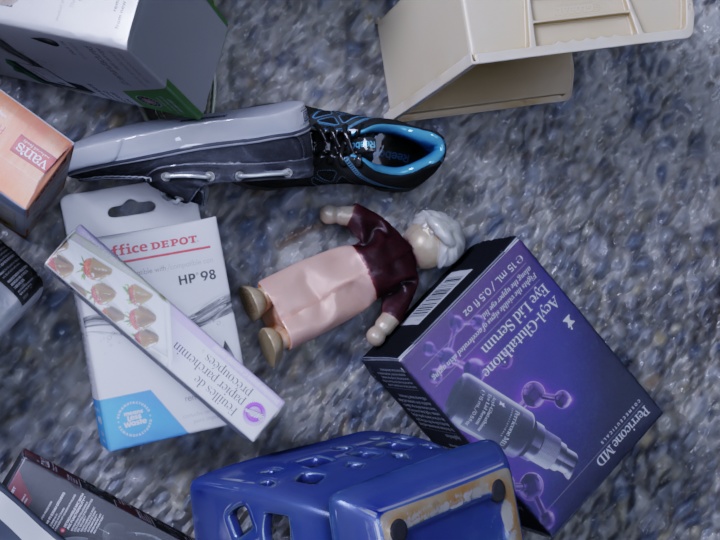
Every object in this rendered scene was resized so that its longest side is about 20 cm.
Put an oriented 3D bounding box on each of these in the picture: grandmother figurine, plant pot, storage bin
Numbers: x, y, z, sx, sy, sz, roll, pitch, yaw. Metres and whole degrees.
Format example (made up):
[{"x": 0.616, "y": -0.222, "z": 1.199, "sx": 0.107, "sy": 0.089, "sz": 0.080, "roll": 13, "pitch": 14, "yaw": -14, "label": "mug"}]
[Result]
[{"x": 0.000, "y": 0.000, "z": 0.929, "sx": 0.199, "sy": 0.060, "sz": 0.122, "roll": -23, "pitch": 100, "yaw": -20, "label": "grandmother figurine"}, {"x": 0.014, "y": 0.228, "z": 0.819, "sx": 0.199, "sy": 0.179, "sz": 0.202, "roll": -8, "pitch": 88, "yaw": -44, "label": "plant pot"}, {"x": 0.134, "y": -0.196, "z": 0.906, "sx": 0.197, "sy": 0.200, "sz": 0.095, "roll": -9, "pitch": 87, "yaw": -17, "label": "storage bin"}]

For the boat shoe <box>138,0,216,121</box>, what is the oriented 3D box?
[{"x": -0.150, "y": -0.199, "z": 0.891, "sx": 0.071, "sy": 0.060, "sz": 0.204, "roll": -5, "pitch": 88, "yaw": -17, "label": "boat shoe"}]

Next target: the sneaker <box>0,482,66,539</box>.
[{"x": -0.272, "y": 0.210, "z": 0.740, "sx": 0.202, "sy": 0.077, "sz": 0.146, "roll": 45, "pitch": 73, "yaw": -10, "label": "sneaker"}]

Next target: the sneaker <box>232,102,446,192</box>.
[{"x": -0.026, "y": -0.105, "z": 0.912, "sx": 0.198, "sy": 0.082, "sz": 0.074, "roll": 0, "pitch": 87, "yaw": -17, "label": "sneaker"}]

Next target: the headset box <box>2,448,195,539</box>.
[{"x": -0.220, "y": 0.238, "z": 0.835, "sx": 0.199, "sy": 0.077, "sz": 0.150, "roll": 30, "pitch": 78, "yaw": -12, "label": "headset box"}]

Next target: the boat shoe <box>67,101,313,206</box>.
[{"x": -0.134, "y": -0.081, "z": 0.856, "sx": 0.198, "sy": 0.072, "sz": 0.068, "roll": -9, "pitch": 107, "yaw": 0, "label": "boat shoe"}]

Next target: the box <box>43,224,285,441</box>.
[{"x": -0.143, "y": 0.047, "z": 0.818, "sx": 0.200, "sy": 0.041, "sz": 0.039, "roll": 42, "pitch": 77, "yaw": -10, "label": "box"}]

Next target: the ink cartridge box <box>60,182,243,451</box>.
[{"x": -0.161, "y": 0.028, "z": 0.870, "sx": 0.115, "sy": 0.067, "sz": 0.202, "roll": -11, "pitch": 90, "yaw": -17, "label": "ink cartridge box"}]

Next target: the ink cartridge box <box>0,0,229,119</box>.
[{"x": -0.214, "y": -0.185, "z": 0.789, "sx": 0.198, "sy": 0.146, "sz": 0.085, "roll": 13, "pitch": 82, "yaw": 14, "label": "ink cartridge box"}]

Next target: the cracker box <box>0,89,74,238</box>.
[{"x": -0.272, "y": -0.090, "z": 0.774, "sx": 0.134, "sy": 0.200, "sz": 0.058, "roll": 37, "pitch": 78, "yaw": -12, "label": "cracker box"}]

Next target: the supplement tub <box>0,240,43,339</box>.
[{"x": -0.336, "y": -0.012, "z": 0.790, "sx": 0.200, "sy": 0.122, "sz": 0.123, "roll": 43, "pitch": 76, "yaw": -10, "label": "supplement tub"}]

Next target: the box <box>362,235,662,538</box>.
[{"x": 0.125, "y": 0.096, "z": 0.935, "sx": 0.148, "sy": 0.104, "sz": 0.200, "roll": -45, "pitch": 99, "yaw": -15, "label": "box"}]
